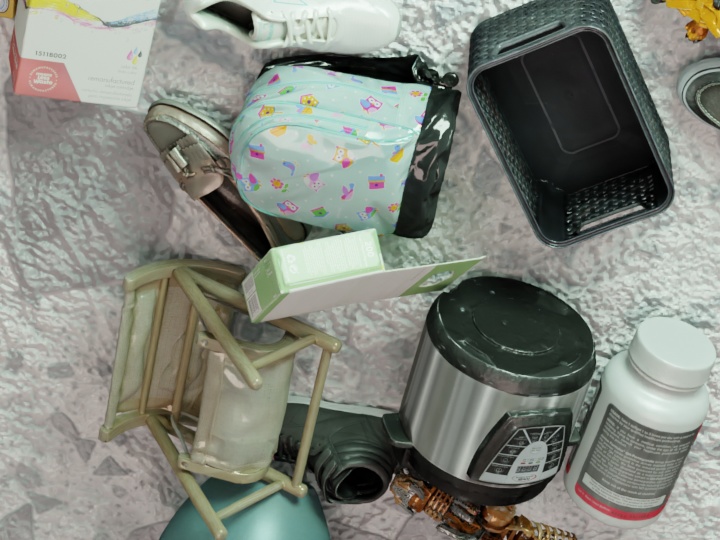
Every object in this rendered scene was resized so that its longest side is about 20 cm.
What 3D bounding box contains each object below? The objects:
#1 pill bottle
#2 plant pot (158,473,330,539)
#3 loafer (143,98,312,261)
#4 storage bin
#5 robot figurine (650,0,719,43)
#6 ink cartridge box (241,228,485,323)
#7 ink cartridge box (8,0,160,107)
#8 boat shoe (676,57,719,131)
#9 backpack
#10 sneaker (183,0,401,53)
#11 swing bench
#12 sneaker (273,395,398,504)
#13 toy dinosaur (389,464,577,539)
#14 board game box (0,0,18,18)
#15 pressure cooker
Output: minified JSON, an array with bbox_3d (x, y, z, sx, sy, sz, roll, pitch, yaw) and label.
[{"bbox_3d":[0.281,0.149,1.727,0.109,0.111,0.202,14,124,-3],"label":"pill bottle"},{"bbox_3d":[-0.111,0.279,1.827,0.198,0.200,0.136,18,88,-5],"label":"plant pot"},{"bbox_3d":[-0.129,-0.079,1.642,0.200,0.063,0.072,41,143,-20],"label":"loafer"},{"bbox_3d":[0.190,-0.138,1.561,0.134,0.094,0.201,-20,120,18],"label":"storage bin"},{"bbox_3d":[0.322,-0.281,1.448,0.145,0.058,0.202,40,126,28],"label":"robot figurine"},{"bbox_3d":[0.000,0.000,1.619,0.198,0.146,0.049,-12,80,-17],"label":"ink cartridge box"},{"bbox_3d":[-0.237,-0.250,1.532,0.115,0.068,0.202,4,125,-20],"label":"ink cartridge box"},{"bbox_3d":[0.378,-0.131,1.558,0.198,0.071,0.073,20,123,-6],"label":"boat shoe"},{"bbox_3d":[-0.019,-0.113,1.579,0.198,0.127,0.168,13,126,-1],"label":"backpack"},{"bbox_3d":[-0.062,-0.221,1.544,0.198,0.081,0.071,8,122,-1],"label":"sneaker"},{"bbox_3d":[-0.145,0.117,1.724,0.199,0.129,0.201,35,127,30],"label":"swing bench"},{"bbox_3d":[-0.052,0.188,1.796,0.197,0.100,0.071,3,125,6],"label":"sneaker"},{"bbox_3d":[0.124,0.244,1.791,0.102,0.136,0.200,-39,112,25],"label":"toy dinosaur"},{"bbox_3d":[-0.395,-0.317,1.540,0.197,0.040,0.154,10,123,0],"label":"board game box"},{"bbox_3d":[0.129,0.130,1.695,0.175,0.179,0.202,27,124,16],"label":"pressure cooker"}]
